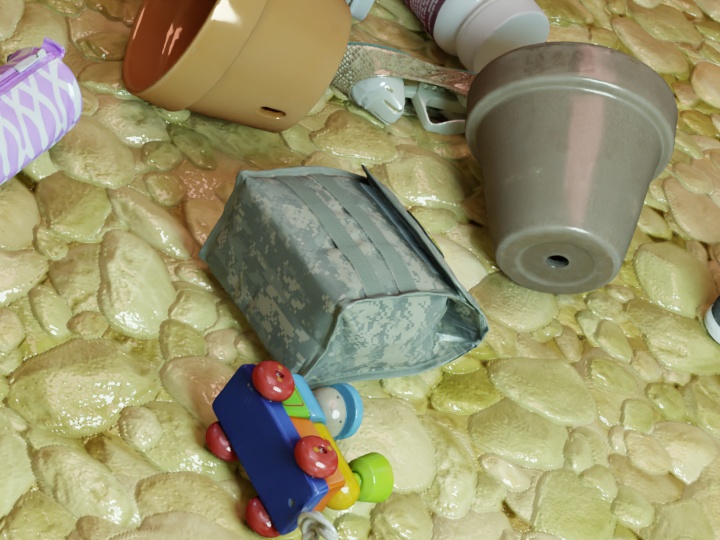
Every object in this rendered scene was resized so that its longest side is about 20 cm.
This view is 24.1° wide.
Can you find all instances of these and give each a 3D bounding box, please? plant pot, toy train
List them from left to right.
[{"bbox_3d":[-0.102,-0.215,1.503,0.139,0.200,0.201,27,36,-27],"label":"plant pot"},{"bbox_3d":[-0.020,0.159,1.231,0.115,0.085,0.201,4,44,-46],"label":"toy train"},{"bbox_3d":[0.187,-0.081,1.533,0.199,0.200,0.176,17,57,-13],"label":"plant pot"}]

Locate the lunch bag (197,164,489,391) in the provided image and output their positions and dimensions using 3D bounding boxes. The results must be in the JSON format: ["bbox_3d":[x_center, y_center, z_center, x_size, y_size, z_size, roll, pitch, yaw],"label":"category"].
[{"bbox_3d":[0.000,0.000,1.379,0.199,0.118,0.164,-5,48,-43],"label":"lunch bag"}]

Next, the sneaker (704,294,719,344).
[{"bbox_3d":[0.433,0.024,1.606,0.199,0.112,0.073,-2,49,-32],"label":"sneaker"}]

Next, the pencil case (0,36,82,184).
[{"bbox_3d":[-0.300,-0.112,1.344,0.084,0.086,0.200,32,40,7],"label":"pencil case"}]

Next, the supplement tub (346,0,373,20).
[{"bbox_3d":[-0.066,-0.345,1.683,0.199,0.146,0.146,23,40,-7],"label":"supplement tub"}]

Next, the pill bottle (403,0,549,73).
[{"bbox_3d":[0.104,-0.296,1.754,0.114,0.115,0.200,-9,53,-37],"label":"pill bottle"}]

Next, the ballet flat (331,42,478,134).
[{"bbox_3d":[0.051,-0.170,1.630,0.198,0.071,0.066,8,57,-18],"label":"ballet flat"}]
